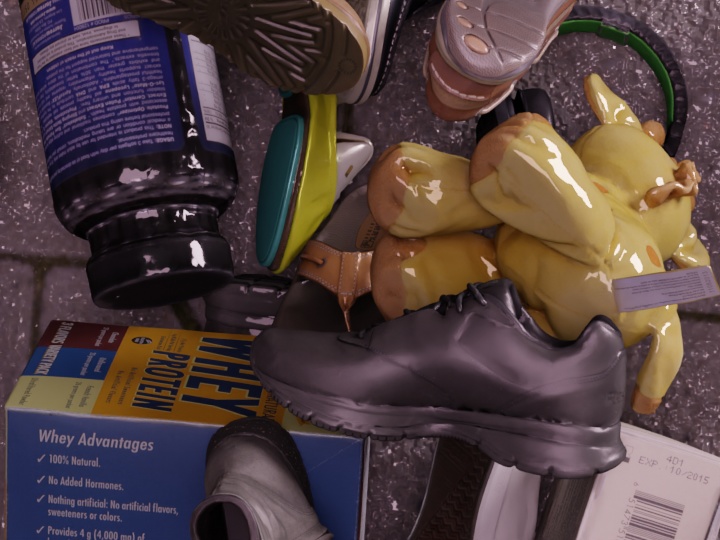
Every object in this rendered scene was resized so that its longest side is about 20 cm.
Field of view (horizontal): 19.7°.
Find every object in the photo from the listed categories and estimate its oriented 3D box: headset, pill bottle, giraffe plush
[{"bbox_3d":[0.123,-0.062,1.269,0.123,0.094,0.201,21,74,6],"label":"headset"},{"bbox_3d":[-0.134,-0.084,1.231,0.111,0.112,0.201,-11,78,1],"label":"pill bottle"},{"bbox_3d":[0.119,-0.027,1.148,0.199,0.162,0.173,6,119,22],"label":"giraffe plush"}]

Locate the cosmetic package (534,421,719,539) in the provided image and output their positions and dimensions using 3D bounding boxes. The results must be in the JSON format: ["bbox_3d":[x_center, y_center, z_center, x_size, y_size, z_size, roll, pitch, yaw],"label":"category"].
[{"bbox_3d":[0.151,0.141,1.187,0.071,0.200,0.106,18,90,1],"label":"cosmetic package"}]

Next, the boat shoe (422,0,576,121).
[{"bbox_3d":[0.086,-0.157,1.226,0.076,0.200,0.072,35,134,5],"label":"boat shoe"}]

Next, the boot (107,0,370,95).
[{"bbox_3d":[-0.045,-0.202,1.208,0.175,0.200,0.066,27,133,4],"label":"boot"}]

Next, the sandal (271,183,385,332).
[{"bbox_3d":[0.000,0.000,1.205,0.081,0.200,0.055,11,129,11],"label":"sandal"}]

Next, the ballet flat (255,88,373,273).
[{"bbox_3d":[-0.023,-0.097,1.270,0.067,0.067,0.201,4,86,-20],"label":"ballet flat"}]

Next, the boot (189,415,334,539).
[{"bbox_3d":[-0.033,0.181,1.062,0.068,0.131,0.200,-25,107,11],"label":"boot"}]

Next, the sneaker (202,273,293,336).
[{"bbox_3d":[-0.003,0.057,1.264,0.199,0.076,0.091,8,95,11],"label":"sneaker"}]

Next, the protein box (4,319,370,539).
[{"bbox_3d":[-0.097,0.151,1.196,0.198,0.135,0.201,4,109,2],"label":"protein box"}]

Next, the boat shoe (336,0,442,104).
[{"bbox_3d":[0.030,-0.183,1.241,0.062,0.075,0.201,24,61,-13],"label":"boat shoe"}]

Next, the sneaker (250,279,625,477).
[{"bbox_3d":[0.043,0.045,1.072,0.199,0.076,0.091,9,101,7],"label":"sneaker"}]

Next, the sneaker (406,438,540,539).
[{"bbox_3d":[0.066,0.181,1.236,0.073,0.085,0.201,12,72,40],"label":"sneaker"}]
